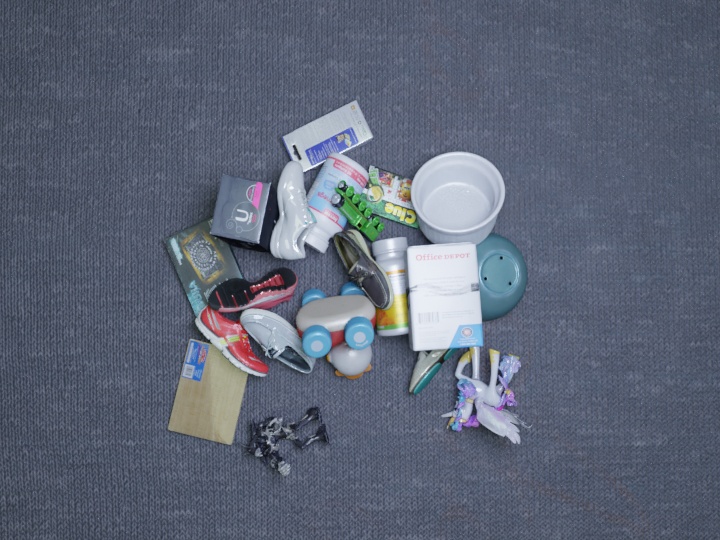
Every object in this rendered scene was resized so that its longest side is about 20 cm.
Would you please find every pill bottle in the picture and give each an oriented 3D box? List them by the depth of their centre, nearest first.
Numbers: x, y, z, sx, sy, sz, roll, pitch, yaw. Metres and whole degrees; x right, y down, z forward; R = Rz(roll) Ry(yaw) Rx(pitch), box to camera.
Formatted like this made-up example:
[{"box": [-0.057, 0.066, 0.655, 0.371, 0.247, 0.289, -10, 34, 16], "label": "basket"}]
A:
[{"box": [0.077, 0.035, 1.155, 0.107, 0.111, 0.207, -8, 87, -3], "label": "pill bottle"}, {"box": [-0.069, -0.148, 1.160, 0.107, 0.109, 0.204, 27, 86, -1], "label": "pill bottle"}]

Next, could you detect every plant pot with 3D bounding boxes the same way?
[{"box": [0.287, 0.010, 1.156, 0.193, 0.135, 0.207, 0, 86, -2], "label": "plant pot"}]

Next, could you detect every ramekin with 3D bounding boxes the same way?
[{"box": [0.207, -0.145, 1.128, 0.193, 0.098, 0.206, -4, 62, 7], "label": "ramekin"}]

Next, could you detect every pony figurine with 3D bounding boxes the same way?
[{"box": [0.283, 0.277, 1.148, 0.189, 0.165, 0.206, 15, 89, 30], "label": "pony figurine"}]

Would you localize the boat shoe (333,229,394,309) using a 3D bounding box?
[{"box": [0.000, 0.000, 1.106, 0.074, 0.064, 0.202, -53, 57, 35], "label": "boat shoe"}]

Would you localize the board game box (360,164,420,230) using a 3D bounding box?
[{"box": [0.098, -0.163, 1.214, 0.194, 0.023, 0.108, 18, 88, -2], "label": "board game box"}]

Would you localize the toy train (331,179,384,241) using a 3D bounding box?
[{"box": [-0.006, -0.124, 1.131, 0.042, 0.200, 0.057, 39, 88, 35], "label": "toy train"}]

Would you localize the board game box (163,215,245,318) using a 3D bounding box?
[{"box": [-0.344, -0.005, 1.177, 0.132, 0.028, 0.205, -24, 89, -4], "label": "board game box"}]

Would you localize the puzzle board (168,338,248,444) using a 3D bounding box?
[{"box": [-0.334, 0.270, 1.169, 0.146, 0.017, 0.207, 13, 86, -1], "label": "puzzle board"}]

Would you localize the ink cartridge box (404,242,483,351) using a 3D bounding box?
[{"box": [0.166, 0.053, 1.063, 0.139, 0.084, 0.207, -3, 86, -2], "label": "ink cartridge box"}]

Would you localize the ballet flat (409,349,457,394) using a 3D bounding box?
[{"box": [0.168, 0.191, 1.185, 0.200, 0.068, 0.062, -45, 62, -8], "label": "ballet flat"}]

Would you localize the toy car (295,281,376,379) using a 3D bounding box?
[{"box": [-0.043, 0.163, 1.138, 0.171, 0.185, 0.206, -10, 116, -2], "label": "toy car"}]

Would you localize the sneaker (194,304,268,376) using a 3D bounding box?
[{"box": [-0.268, 0.149, 1.132, 0.199, 0.077, 0.085, 43, 82, -3], "label": "sneaker"}]

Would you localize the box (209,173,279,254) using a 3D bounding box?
[{"box": [-0.232, -0.112, 1.103, 0.103, 0.200, 0.126, 11, 86, 1], "label": "box"}]

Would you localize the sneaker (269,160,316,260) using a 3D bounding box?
[{"box": [-0.128, -0.124, 1.090, 0.086, 0.075, 0.207, 8, 91, 24], "label": "sneaker"}]

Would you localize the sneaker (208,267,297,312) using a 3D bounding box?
[{"box": [-0.230, 0.063, 1.136, 0.194, 0.088, 0.075, -14, 55, -19], "label": "sneaker"}]

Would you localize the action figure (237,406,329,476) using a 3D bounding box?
[{"box": [-0.171, 0.366, 1.130, 0.194, 0.102, 0.122, -18, 99, -5], "label": "action figure"}]

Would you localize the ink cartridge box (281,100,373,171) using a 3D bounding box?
[{"box": [-0.075, -0.304, 1.206, 0.196, 0.037, 0.097, -27, 89, -7], "label": "ink cartridge box"}]

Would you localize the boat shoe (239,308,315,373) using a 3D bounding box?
[{"box": [-0.174, 0.155, 1.121, 0.199, 0.073, 0.070, 35, 123, -23], "label": "boat shoe"}]
